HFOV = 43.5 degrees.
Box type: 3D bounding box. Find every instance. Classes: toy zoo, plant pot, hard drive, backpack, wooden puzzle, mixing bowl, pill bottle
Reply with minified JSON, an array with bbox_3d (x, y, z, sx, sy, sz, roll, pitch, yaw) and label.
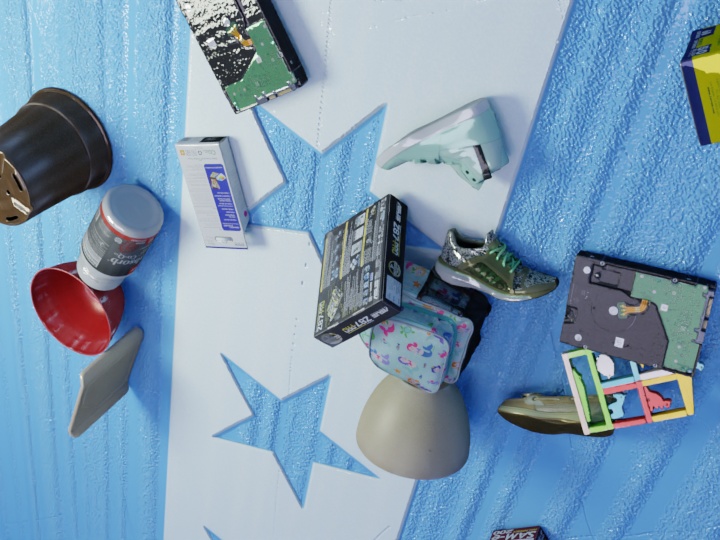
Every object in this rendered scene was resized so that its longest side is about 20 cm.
[{"bbox_3d":[0.415,0.164,1.354,0.197,0.020,0.133,-16,92,25],"label":"toy zoo"},{"bbox_3d":[-0.579,-0.193,1.597,0.197,0.199,0.203,14,126,20],"label":"plant pot"},{"bbox_3d":[-0.179,-0.352,1.362,0.138,0.038,0.202,-14,112,35],"label":"hard drive"},{"bbox_3d":[0.097,0.234,1.519,0.197,0.200,0.137,16,116,18],"label":"plant pot"},{"bbox_3d":[0.398,0.061,1.305,0.197,0.038,0.142,14,111,22],"label":"hard drive"},{"bbox_3d":[0.087,0.085,1.450,0.198,0.151,0.179,28,138,16],"label":"backpack"},{"bbox_3d":[-0.530,0.227,1.860,0.037,0.185,0.202,31,131,10],"label":"wooden puzzle"},{"bbox_3d":[-0.546,0.057,1.805,0.197,0.109,0.203,15,126,22],"label":"mixing bowl"},{"bbox_3d":[-0.450,-0.057,1.671,0.116,0.116,0.200,41,132,-2],"label":"pill bottle"}]

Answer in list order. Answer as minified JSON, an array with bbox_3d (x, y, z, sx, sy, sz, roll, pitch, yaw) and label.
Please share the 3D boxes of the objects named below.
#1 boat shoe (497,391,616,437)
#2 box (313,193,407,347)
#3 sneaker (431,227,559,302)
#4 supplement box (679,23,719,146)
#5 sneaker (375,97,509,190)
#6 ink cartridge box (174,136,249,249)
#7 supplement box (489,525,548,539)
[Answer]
[{"bbox_3d":[0.321,0.226,1.475,0.198,0.064,0.073,-3,147,38],"label":"boat shoe"},{"bbox_3d":[0.000,0.000,1.404,0.049,0.203,0.160,31,137,-33],"label":"box"},{"bbox_3d":[0.205,-0.013,1.367,0.197,0.077,0.090,13,118,18],"label":"sneaker"},{"bbox_3d":[0.484,-0.233,1.033,0.197,0.109,0.111,-9,117,33],"label":"supplement box"},{"bbox_3d":[0.118,-0.156,1.308,0.198,0.074,0.120,-20,103,34],"label":"sneaker"},{"bbox_3d":[-0.250,-0.133,1.561,0.093,0.037,0.203,3,120,26],"label":"ink cartridge box"},{"bbox_3d":[0.329,0.579,1.699,0.108,0.061,0.202,-18,112,36],"label":"supplement box"}]
